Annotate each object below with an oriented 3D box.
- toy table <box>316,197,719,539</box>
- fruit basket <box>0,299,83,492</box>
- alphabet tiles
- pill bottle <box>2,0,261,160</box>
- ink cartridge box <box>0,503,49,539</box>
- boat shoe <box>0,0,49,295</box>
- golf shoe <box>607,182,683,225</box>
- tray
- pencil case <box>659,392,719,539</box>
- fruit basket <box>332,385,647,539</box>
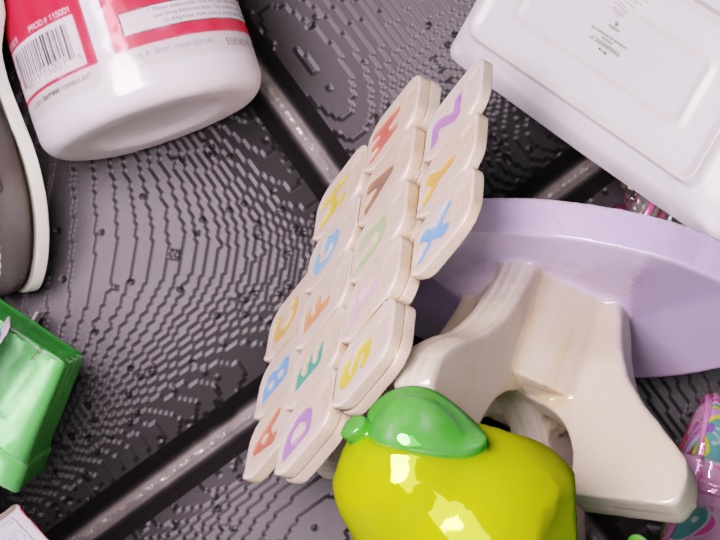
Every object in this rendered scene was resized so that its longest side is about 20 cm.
[{"bbox_3d":[0.076,0.049,1.041,0.200,0.184,0.117,-4,55,39],"label":"toy table"},{"bbox_3d":[-0.214,0.099,1.060,0.094,0.185,0.200,40,89,-2],"label":"fruit basket"},{"bbox_3d":[0.000,0.000,1.044,0.015,0.200,0.196,27,128,-16],"label":"alphabet tiles"},{"bbox_3d":[-0.128,-0.163,1.111,0.112,0.112,0.201,-18,84,3],"label":"pill bottle"},{"bbox_3d":[-0.099,0.226,0.995,0.084,0.176,0.200,-38,43,-15],"label":"ink cartridge box"},{"bbox_3d":[-0.198,-0.075,1.095,0.060,0.072,0.202,-26,119,-33],"label":"boat shoe"},{"bbox_3d":[0.186,-0.054,1.085,0.092,0.073,0.200,28,111,-5],"label":"golf shoe"},{"bbox_3d":[0.120,-0.105,1.066,0.200,0.022,0.108,40,106,40],"label":"tray"},{"bbox_3d":[0.240,0.123,1.070,0.199,0.087,0.088,19,87,7],"label":"pencil case"},{"bbox_3d":[0.070,0.131,0.959,0.215,0.155,0.216,18,117,40],"label":"fruit basket"}]
